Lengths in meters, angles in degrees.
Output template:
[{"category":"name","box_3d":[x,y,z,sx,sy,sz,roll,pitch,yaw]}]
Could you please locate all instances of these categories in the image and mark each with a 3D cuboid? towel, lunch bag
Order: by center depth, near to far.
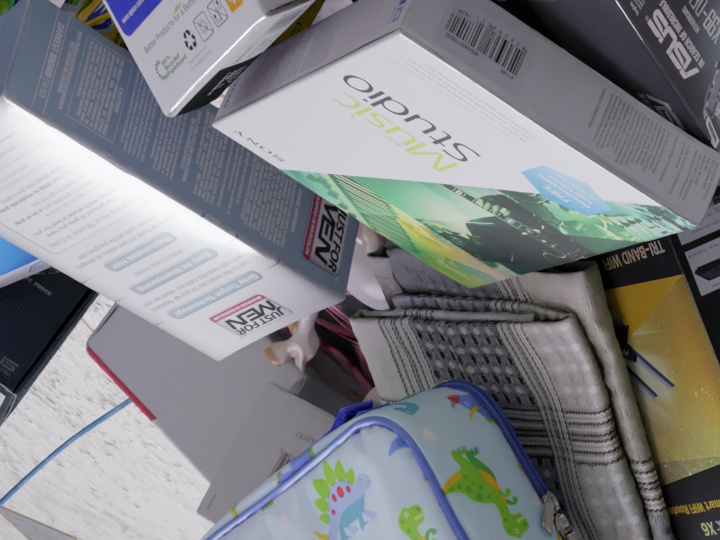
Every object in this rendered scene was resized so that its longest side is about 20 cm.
[{"category":"lunch bag","box_3d":[0.014,0.151,1.195,0.200,0.082,0.161,-41,75,42]},{"category":"towel","box_3d":[0.070,0.084,1.201,0.192,0.034,0.201,6,115,60]}]

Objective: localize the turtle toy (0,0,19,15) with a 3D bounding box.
[{"category":"turtle toy","box_3d":[-0.209,-0.144,1.265,0.145,0.101,0.201,19,127,37]}]

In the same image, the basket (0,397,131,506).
[{"category":"basket","box_3d":[-0.244,0.035,1.702,0.201,0.176,0.139,54,159,-2]}]

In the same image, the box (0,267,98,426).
[{"category":"box","box_3d":[-0.259,-0.020,1.596,0.199,0.158,0.051,35,140,-1]}]

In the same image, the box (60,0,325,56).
[{"category":"box","box_3d":[-0.080,-0.124,1.186,0.064,0.070,0.200,35,162,-18]}]

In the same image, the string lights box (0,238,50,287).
[{"category":"string lights box","box_3d":[-0.214,-0.071,1.479,0.103,0.059,0.200,62,162,14]}]

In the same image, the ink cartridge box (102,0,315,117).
[{"category":"ink cartridge box","box_3d":[-0.096,-0.171,1.047,0.201,0.037,0.095,59,143,5]}]

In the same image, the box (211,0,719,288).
[{"category":"box","box_3d":[0.037,-0.052,1.045,0.144,0.037,0.200,32,163,-17]}]

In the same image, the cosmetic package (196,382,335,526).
[{"category":"cosmetic package","box_3d":[0.016,0.146,1.389,0.107,0.085,0.200,25,174,36]}]

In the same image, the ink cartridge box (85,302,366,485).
[{"category":"ink cartridge box","box_3d":[-0.043,0.083,1.492,0.147,0.086,0.200,40,-174,38]}]

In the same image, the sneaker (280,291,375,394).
[{"category":"sneaker","box_3d":[0.027,0.028,1.396,0.199,0.079,0.095,33,150,-1]}]

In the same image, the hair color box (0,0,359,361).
[{"category":"hair color box","box_3d":[-0.107,-0.039,1.203,0.199,0.061,0.099,32,142,-30]}]

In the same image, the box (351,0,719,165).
[{"category":"box","box_3d":[0.052,-0.126,0.994,0.157,0.050,0.200,14,153,44]}]

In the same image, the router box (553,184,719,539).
[{"category":"router box","box_3d":[0.128,0.050,1.166,0.200,0.052,0.158,-22,89,63]}]

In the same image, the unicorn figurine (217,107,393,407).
[{"category":"unicorn figurine","box_3d":[0.000,0.000,1.319,0.199,0.074,0.138,25,120,-1]}]
